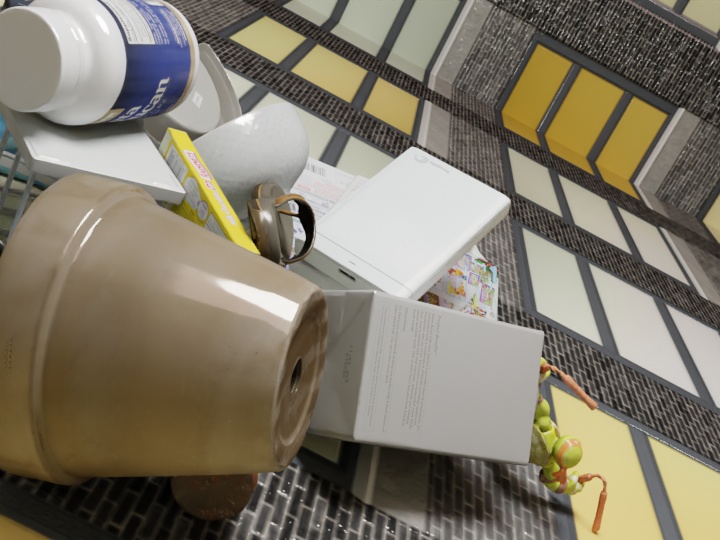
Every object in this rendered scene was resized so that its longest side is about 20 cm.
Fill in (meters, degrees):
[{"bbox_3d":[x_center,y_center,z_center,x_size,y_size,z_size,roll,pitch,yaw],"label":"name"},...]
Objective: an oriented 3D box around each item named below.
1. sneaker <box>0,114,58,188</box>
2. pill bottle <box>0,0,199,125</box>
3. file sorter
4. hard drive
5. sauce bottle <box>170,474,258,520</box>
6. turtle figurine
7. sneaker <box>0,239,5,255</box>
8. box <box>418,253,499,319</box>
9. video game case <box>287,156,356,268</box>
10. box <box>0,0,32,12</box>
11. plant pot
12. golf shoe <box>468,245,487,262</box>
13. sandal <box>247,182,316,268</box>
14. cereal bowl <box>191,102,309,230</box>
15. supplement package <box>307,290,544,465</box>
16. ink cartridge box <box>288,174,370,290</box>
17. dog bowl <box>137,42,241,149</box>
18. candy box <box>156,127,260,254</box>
[{"bbox_3d":[-0.312,-0.156,1.096,0.198,0.132,0.080,16,21,-33],"label":"sneaker"},{"bbox_3d":[-0.235,-0.186,0.933,0.110,0.112,0.200,33,21,12],"label":"pill bottle"},{"bbox_3d":[-0.273,-0.079,0.969,0.137,0.126,0.200,12,25,-37],"label":"file sorter"},{"bbox_3d":[0.046,-0.045,1.076,0.131,0.027,0.200,31,48,23],"label":"hard drive"},{"bbox_3d":[-0.106,0.111,0.823,0.065,0.067,0.201,24,19,-13],"label":"sauce bottle"},{"bbox_3d":[0.161,0.159,1.019,0.064,0.202,0.161,-35,32,-20],"label":"turtle figurine"},{"bbox_3d":[-0.281,0.008,0.795,0.078,0.091,0.200,14,24,-36],"label":"sneaker"},{"bbox_3d":[0.083,0.049,1.163,0.135,0.039,0.202,24,43,-13],"label":"box"},{"bbox_3d":[-0.024,-0.035,1.221,0.198,0.045,0.183,20,45,-26],"label":"video game case"},{"bbox_3d":[-0.349,-0.216,1.230,0.147,0.108,0.200,18,22,-30],"label":"box"},{"bbox_3d":[-0.118,0.051,0.681,0.171,0.203,0.200,11,16,12],"label":"plant pot"},{"bbox_3d":[0.116,-0.012,1.299,0.074,0.203,0.092,-16,8,1],"label":"golf shoe"},{"bbox_3d":[-0.067,-0.042,0.953,0.054,0.083,0.200,-12,4,0],"label":"sandal"},{"bbox_3d":[-0.134,-0.086,1.094,0.084,0.199,0.200,60,24,3],"label":"cereal bowl"},{"bbox_3d":[0.046,0.095,0.929,0.198,0.123,0.119,15,-10,-35],"label":"supplement package"},{"bbox_3d":[0.000,0.000,1.093,0.115,0.068,0.201,22,46,13],"label":"ink cartridge box"},{"bbox_3d":[-0.215,-0.200,1.151,0.200,0.058,0.202,42,31,-33],"label":"dog bowl"},{"bbox_3d":[-0.150,-0.032,0.930,0.026,0.103,0.201,9,31,-35],"label":"candy box"}]
